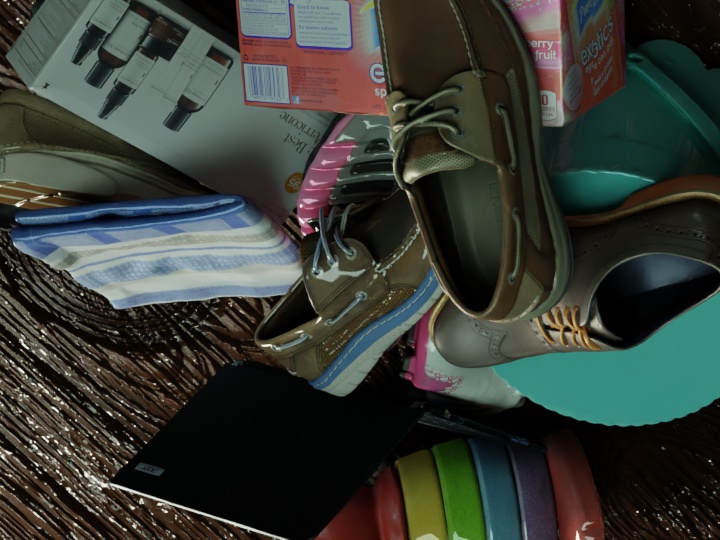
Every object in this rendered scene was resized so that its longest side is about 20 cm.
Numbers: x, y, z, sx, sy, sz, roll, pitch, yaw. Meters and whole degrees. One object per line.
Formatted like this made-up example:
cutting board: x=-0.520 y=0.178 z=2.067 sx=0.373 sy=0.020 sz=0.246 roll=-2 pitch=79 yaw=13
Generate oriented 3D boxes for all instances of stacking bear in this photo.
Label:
stacking bear: x=0.049 y=0.171 z=1.234 sx=0.200 sy=0.114 sz=0.121 roll=-7 pitch=140 yaw=-4

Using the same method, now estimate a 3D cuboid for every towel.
towel: x=-0.115 y=-0.009 z=1.136 sx=0.147 sy=0.024 sz=0.200 roll=-5 pitch=167 yaw=9

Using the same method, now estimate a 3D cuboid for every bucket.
bucket: x=0.156 y=-0.018 z=1.087 sx=0.207 sy=0.135 sz=0.207 roll=9 pitch=127 yaw=12

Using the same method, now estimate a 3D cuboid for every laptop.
laptop: x=-0.017 y=0.122 z=1.173 sx=0.177 sy=0.103 sz=0.200 roll=11 pitch=172 yaw=42

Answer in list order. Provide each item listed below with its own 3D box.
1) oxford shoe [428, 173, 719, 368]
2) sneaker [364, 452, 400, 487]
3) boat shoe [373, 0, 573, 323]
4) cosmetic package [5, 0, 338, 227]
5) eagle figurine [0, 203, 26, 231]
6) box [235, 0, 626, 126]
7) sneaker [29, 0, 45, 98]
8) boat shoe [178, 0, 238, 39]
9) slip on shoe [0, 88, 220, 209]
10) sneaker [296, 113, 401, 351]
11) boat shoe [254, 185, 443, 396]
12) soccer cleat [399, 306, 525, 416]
oxford shoe: x=0.113 y=0.012 z=0.990 sx=0.200 sy=0.073 sz=0.071 roll=-27 pitch=112 yaw=33
sneaker: x=0.015 y=0.165 z=1.309 sx=0.200 sy=0.071 sz=0.080 roll=21 pitch=133 yaw=5
boat shoe: x=0.051 y=-0.068 z=0.940 sx=0.076 sy=0.072 sz=0.200 roll=-21 pitch=89 yaw=33
cosmetic package: x=-0.101 y=-0.104 z=1.091 sx=0.200 sy=0.051 sz=0.083 roll=28 pitch=105 yaw=-40
eagle figurine: x=-0.313 y=-0.086 z=1.205 sx=0.151 sy=0.152 sz=0.200 roll=-25 pitch=111 yaw=9
box: x=0.038 y=-0.144 z=1.026 sx=0.200 sy=0.095 sz=0.103 roll=6 pitch=111 yaw=28
sneaker: x=-0.153 y=-0.092 z=1.186 sx=0.090 sy=0.066 sz=0.200 roll=-1 pitch=126 yaw=12
boat shoe: x=-0.118 y=-0.142 z=1.137 sx=0.065 sy=0.073 sz=0.200 roll=38 pitch=162 yaw=47
slip on shoe: x=-0.140 y=-0.057 z=1.128 sx=0.200 sy=0.061 sz=0.076 roll=14 pitch=160 yaw=-35
sneaker: x=-0.001 y=-0.041 z=1.145 sx=0.079 sy=0.095 sz=0.200 roll=7 pitch=134 yaw=-4
boat shoe: x=0.000 y=0.000 z=1.071 sx=0.072 sy=0.072 sz=0.200 roll=20 pitch=130 yaw=-17
soccer cleat: x=0.073 y=0.051 z=1.163 sx=0.086 sy=0.070 sz=0.200 roll=8 pitch=169 yaw=6
